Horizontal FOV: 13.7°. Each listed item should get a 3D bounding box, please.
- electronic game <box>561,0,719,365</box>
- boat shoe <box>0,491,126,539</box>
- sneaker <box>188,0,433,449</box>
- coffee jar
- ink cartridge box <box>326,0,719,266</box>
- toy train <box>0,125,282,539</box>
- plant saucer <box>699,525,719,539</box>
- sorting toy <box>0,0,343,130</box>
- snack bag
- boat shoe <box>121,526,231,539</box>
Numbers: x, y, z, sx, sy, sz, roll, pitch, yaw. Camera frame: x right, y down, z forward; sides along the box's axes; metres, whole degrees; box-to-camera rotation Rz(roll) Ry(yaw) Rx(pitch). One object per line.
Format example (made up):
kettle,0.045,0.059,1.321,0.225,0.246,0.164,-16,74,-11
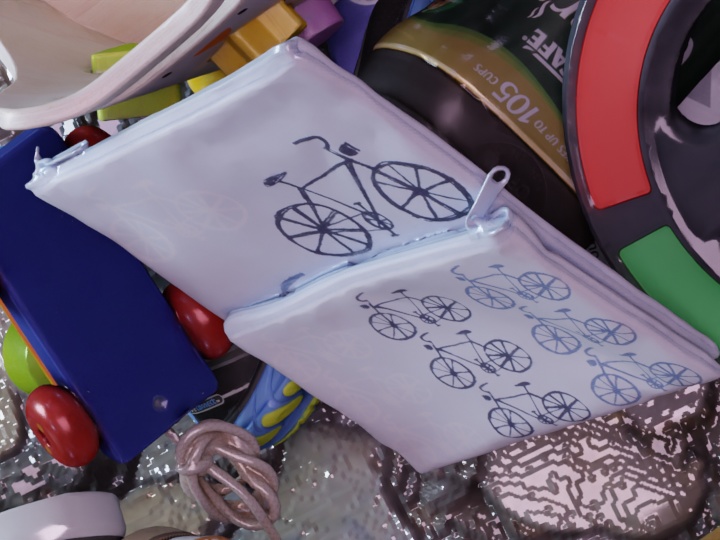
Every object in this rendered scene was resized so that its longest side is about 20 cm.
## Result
electronic game,0.161,-0.049,0.993,0.199,0.042,0.201,8,110,23
boat shoe,-0.153,0.151,1.163,0.200,0.070,0.064,-39,62,36
sneaker,-0.025,-0.023,1.164,0.083,0.071,0.200,34,111,14
coffee jar,0.083,-0.093,1.085,0.104,0.085,0.200,42,81,-20
ink cartridge box,0.089,-0.078,1.176,0.199,0.041,0.201,-15,91,6
toy train,-0.103,0.040,1.167,0.085,0.116,0.201,-38,107,-20
plant saucer,0.228,0.154,1.144,0.199,0.048,0.201,-33,86,-13
sorting toy,-0.060,-0.109,1.099,0.200,0.180,0.107,-38,95,24
snack bag,0.000,0.000,1.049,0.200,0.188,0.021,36,60,-22
boat shoe,-0.050,0.197,1.114,0.074,0.068,0.201,-22,108,-36
